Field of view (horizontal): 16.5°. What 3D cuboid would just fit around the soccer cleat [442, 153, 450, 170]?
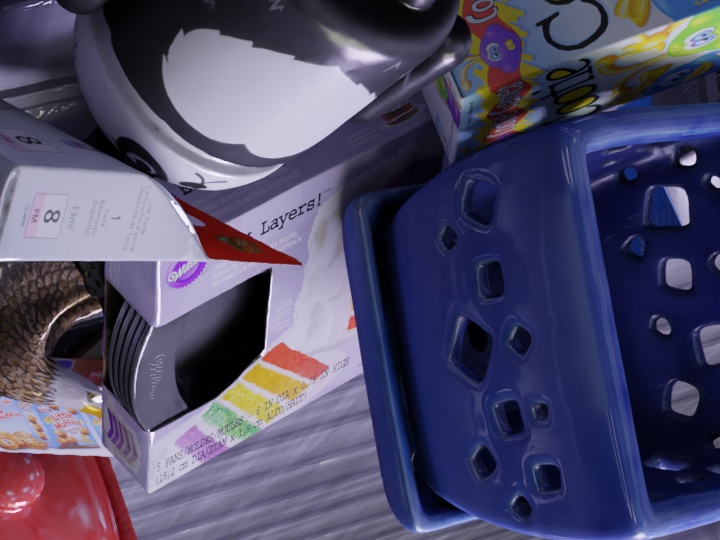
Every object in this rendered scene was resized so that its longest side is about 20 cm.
[{"bbox_3d":[0.037,-0.046,1.506,0.199,0.077,0.067,-25,165,16],"label":"soccer cleat"}]

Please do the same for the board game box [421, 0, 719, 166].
[{"bbox_3d":[0.121,-0.143,1.220,0.199,0.103,0.105,-20,165,-6],"label":"board game box"}]

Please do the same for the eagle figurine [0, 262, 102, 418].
[{"bbox_3d":[-0.190,0.031,1.420,0.151,0.201,0.152,36,170,-32],"label":"eagle figurine"}]

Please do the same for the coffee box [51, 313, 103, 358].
[{"bbox_3d":[-0.116,0.019,1.592,0.199,0.044,0.123,-15,163,-24],"label":"coffee box"}]

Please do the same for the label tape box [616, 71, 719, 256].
[{"bbox_3d":[0.202,-0.110,1.353,0.200,0.144,0.066,-30,133,34],"label":"label tape box"}]

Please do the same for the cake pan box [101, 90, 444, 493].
[{"bbox_3d":[-0.049,0.005,1.289,0.199,0.052,0.185,-27,143,-30],"label":"cake pan box"}]

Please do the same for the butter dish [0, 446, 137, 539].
[{"bbox_3d":[-0.237,0.154,1.607,0.199,0.200,0.148,-14,162,-23],"label":"butter dish"}]

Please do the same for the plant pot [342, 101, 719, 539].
[{"bbox_3d":[0.108,0.029,1.248,0.179,0.201,0.199,-10,180,42],"label":"plant pot"}]

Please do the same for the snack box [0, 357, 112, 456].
[{"bbox_3d":[-0.208,0.083,1.517,0.199,0.024,0.072,1,140,20],"label":"snack box"}]

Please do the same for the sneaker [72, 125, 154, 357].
[{"bbox_3d":[-0.130,-0.020,1.307,0.099,0.070,0.201,-2,127,-26],"label":"sneaker"}]

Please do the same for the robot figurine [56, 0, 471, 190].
[{"bbox_3d":[-0.037,-0.115,1.058,0.200,0.150,0.125,-34,-170,40],"label":"robot figurine"}]

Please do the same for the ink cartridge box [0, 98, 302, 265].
[{"bbox_3d":[-0.138,-0.052,1.095,0.199,0.162,0.057,-4,116,-50],"label":"ink cartridge box"}]

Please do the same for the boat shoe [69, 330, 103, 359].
[{"bbox_3d":[-0.110,0.059,1.516,0.202,0.075,0.075,-35,158,34],"label":"boat shoe"}]
